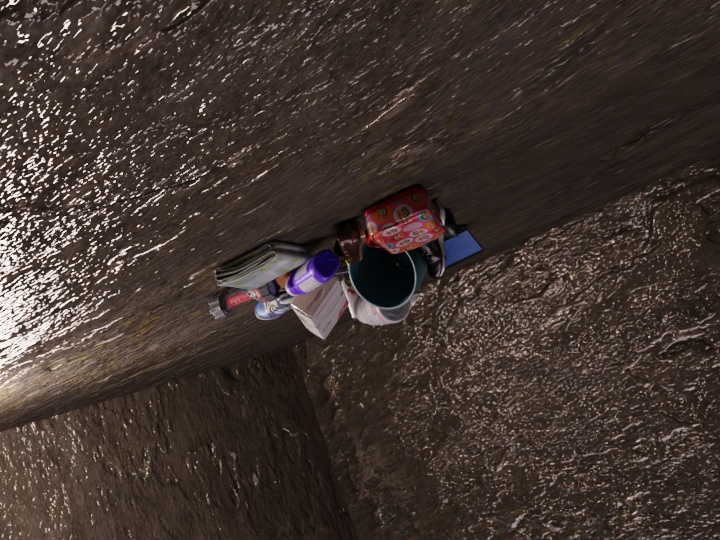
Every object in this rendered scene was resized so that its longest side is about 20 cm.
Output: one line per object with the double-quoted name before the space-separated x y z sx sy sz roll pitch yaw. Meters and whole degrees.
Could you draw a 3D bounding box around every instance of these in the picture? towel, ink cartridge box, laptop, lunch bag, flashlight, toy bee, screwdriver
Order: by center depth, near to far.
"lunch bag" 0.093 -0.102 1.336 0.174 0.083 0.200 -24 160 13
"towel" -0.220 -0.008 1.338 0.169 0.049 0.200 -23 172 17
"flashlight" -0.301 0.074 1.505 0.198 0.069 0.068 -23 -161 21
"screwdriver" 0.000 0.000 1.633 0.198 0.030 0.028 -16 -174 -40
"ink cartridge box" -0.119 0.101 1.758 0.147 0.084 0.201 -55 161 -16
"toy bee" -0.013 0.013 1.772 0.197 0.110 0.131 -9 -148 -21
"laptop" 0.296 -0.073 2.009 0.176 0.105 0.199 -28 169 37

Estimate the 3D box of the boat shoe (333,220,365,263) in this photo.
"boat shoe" -0.034 -0.061 1.400 0.070 0.071 0.200 -26 164 -10

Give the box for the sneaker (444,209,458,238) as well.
"sneaker" 0.212 -0.128 1.614 0.081 0.074 0.199 -21 162 25

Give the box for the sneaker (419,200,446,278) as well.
"sneaker" 0.164 -0.073 1.484 0.086 0.203 0.076 -13 -158 -21

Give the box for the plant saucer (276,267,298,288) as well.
"plant saucer" -0.199 0.015 1.586 0.197 0.033 0.200 -21 171 -4

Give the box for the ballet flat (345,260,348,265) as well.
"ballet flat" 0.037 -0.038 1.712 0.198 0.068 0.066 -15 178 -40

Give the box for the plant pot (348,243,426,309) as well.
"plant pot" 0.095 -0.024 1.585 0.198 0.202 0.188 -27 -175 33

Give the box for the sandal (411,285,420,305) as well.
"sandal" 0.171 0.031 2.029 0.082 0.205 0.050 -27 145 27

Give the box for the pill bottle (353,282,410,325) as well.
"pill bottle" 0.058 0.104 1.732 0.112 0.115 0.199 -17 179 -24

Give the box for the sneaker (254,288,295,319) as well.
"sneaker" -0.253 0.084 1.762 0.197 0.082 0.146 -19 164 9

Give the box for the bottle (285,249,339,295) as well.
"bottle" -0.127 0.014 1.448 0.199 0.065 0.084 -32 -162 53

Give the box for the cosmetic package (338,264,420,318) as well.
"cosmetic package" 0.063 0.041 1.930 0.198 0.169 0.167 -24 172 24
